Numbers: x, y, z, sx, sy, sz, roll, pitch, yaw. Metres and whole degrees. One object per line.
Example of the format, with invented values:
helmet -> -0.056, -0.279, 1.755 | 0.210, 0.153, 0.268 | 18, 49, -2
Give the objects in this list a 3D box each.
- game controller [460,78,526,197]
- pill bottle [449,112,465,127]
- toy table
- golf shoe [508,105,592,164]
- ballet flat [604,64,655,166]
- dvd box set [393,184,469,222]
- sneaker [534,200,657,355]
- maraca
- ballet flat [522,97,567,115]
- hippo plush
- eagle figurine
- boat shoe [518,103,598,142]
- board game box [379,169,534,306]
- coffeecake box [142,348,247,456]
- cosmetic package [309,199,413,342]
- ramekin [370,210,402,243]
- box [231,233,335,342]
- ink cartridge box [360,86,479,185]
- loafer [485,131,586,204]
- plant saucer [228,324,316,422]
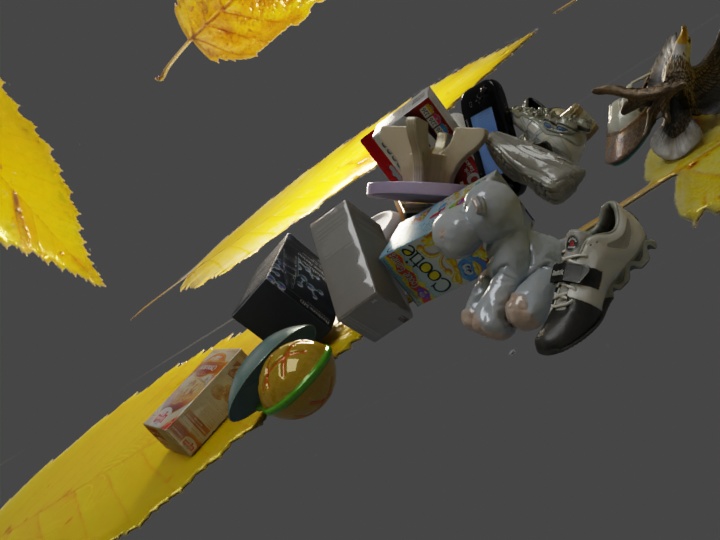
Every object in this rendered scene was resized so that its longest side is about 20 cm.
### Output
game controller -> 0.221, -0.213, 1.453 | 0.042, 0.202, 0.104 | -14, -2, -37
pill bottle -> 0.183, -0.249, 1.772 | 0.199, 0.112, 0.112 | -35, 16, 21
toy table -> 0.108, -0.173, 1.401 | 0.198, 0.118, 0.184 | 6, 0, 15
golf shoe -> 0.291, -0.213, 1.405 | 0.077, 0.098, 0.200 | -2, 19, -18
ballet flat -> 0.406, -0.238, 1.285 | 0.200, 0.067, 0.068 | -48, 16, -25
dvd box set -> 0.136, -0.115, 1.518 | 0.145, 0.030, 0.200 | -3, 17, -3
sneaker -> 0.243, 0.004, 0.969 | 0.200, 0.089, 0.074 | -48, 19, -22
maraca -> -0.102, 0.166, 1.311 | 0.137, 0.107, 0.200 | -45, 7, -22
ballet flat -> 0.333, -0.292, 1.605 | 0.066, 0.057, 0.200 | 0, 11, -9
hippo plush -> 0.173, -0.023, 1.067 | 0.199, 0.161, 0.160 | -32, 17, 29
eagle figurine -> 0.436, -0.257, 1.164 | 0.199, 0.152, 0.151 | -28, -24, -42
boat shoe -> 0.321, -0.236, 1.495 | 0.073, 0.063, 0.200 | -46, 16, -21
board game box -> 0.145, -0.045, 1.309 | 0.199, 0.103, 0.105 | -27, 20, 39
coffeecake box -> -0.294, 0.242, 1.621 | 0.200, 0.073, 0.153 | -48, 18, -24
cosmetic package -> 0.000, 0.000, 1.368 | 0.090, 0.107, 0.201 | -33, 48, 22
ramekin -> 0.025, -0.020, 1.544 | 0.202, 0.094, 0.203 | -37, 16, 12
box -> -0.124, 0.049, 1.577 | 0.107, 0.148, 0.200 | -46, 12, 24
ink cartridge box -> 0.118, -0.209, 1.644 | 0.175, 0.200, 0.084 | -34, 17, 20
loafer -> 0.266, -0.169, 1.339 | 0.070, 0.070, 0.200 | -38, 45, -6
plant saucer -> -0.152, 0.155, 1.400 | 0.201, 0.039, 0.201 | -45, -17, -18
